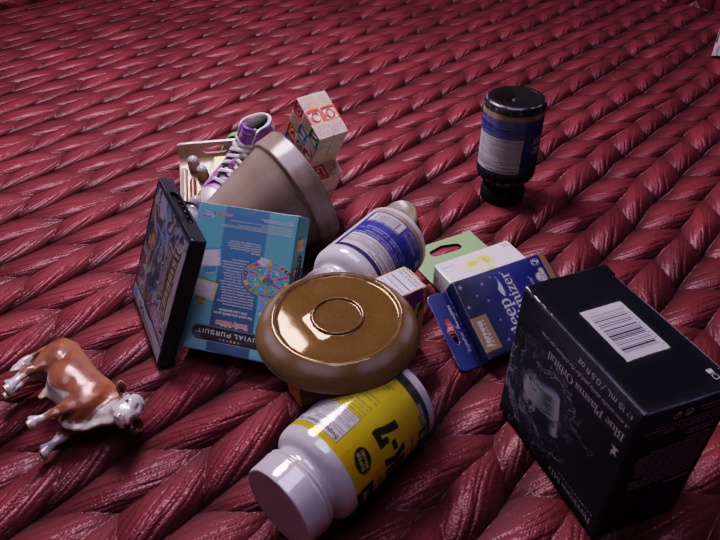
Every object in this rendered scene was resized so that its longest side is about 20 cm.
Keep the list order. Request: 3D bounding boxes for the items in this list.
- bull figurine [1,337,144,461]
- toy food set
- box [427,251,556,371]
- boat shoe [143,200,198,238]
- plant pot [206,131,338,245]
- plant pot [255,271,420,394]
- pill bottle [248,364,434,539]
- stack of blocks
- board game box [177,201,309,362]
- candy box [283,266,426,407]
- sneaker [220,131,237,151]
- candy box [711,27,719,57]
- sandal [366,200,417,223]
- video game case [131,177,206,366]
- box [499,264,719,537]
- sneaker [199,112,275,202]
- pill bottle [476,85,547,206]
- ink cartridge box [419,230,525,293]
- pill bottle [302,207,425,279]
[{"bbox_3d":[-0.359,0.158,0.776,0.121,0.066,0.199,-28,45,-36],"label":"bull figurine"},{"bbox_3d":[-0.267,-0.163,1.158,0.142,0.061,0.202,-7,59,-7],"label":"toy food set"},{"bbox_3d":[0.206,0.057,0.891,0.198,0.032,0.122,-18,70,-20],"label":"box"},{"bbox_3d":[-0.295,-0.083,1.012,0.070,0.199,0.067,32,65,-21],"label":"boat shoe"},{"bbox_3d":[-0.162,-0.098,1.027,0.173,0.201,0.200,-35,47,-16],"label":"plant pot"},{"bbox_3d":[-0.027,0.061,0.742,0.197,0.028,0.201,0,38,0],"label":"plant pot"},{"bbox_3d":[-0.018,0.194,0.688,0.114,0.115,0.199,28,46,32],"label":"pill bottle"},{"bbox_3d":[-0.085,-0.205,1.111,0.058,0.200,0.116,-23,75,-27],"label":"stack of blocks"},{"bbox_3d":[-0.161,0.016,0.862,0.149,0.202,0.047,9,1,13],"label":"board game box"},{"bbox_3d":[-0.008,0.085,0.827,0.198,0.118,0.056,-21,42,-25],"label":"candy box"},{"bbox_3d":[-0.206,-0.214,1.267,0.199,0.077,0.084,23,66,27],"label":"sneaker"},{"bbox_3d":[1.131,-0.683,1.769,0.198,0.169,0.072,20,40,25],"label":"candy box"},{"bbox_3d":[0.032,-0.077,1.088,0.080,0.054,0.199,28,46,32],"label":"sandal"},{"bbox_3d":[-0.275,-0.001,0.879,0.025,0.202,0.181,4,30,-34],"label":"video game case"},{"bbox_3d":[0.263,0.139,0.686,0.116,0.202,0.197,-13,39,-17],"label":"box"},{"bbox_3d":[-0.218,-0.196,1.088,0.072,0.115,0.201,27,64,8],"label":"sneaker"},{"bbox_3d":[0.275,-0.228,1.161,0.110,0.202,0.112,0,38,0],"label":"pill bottle"},{"bbox_3d":[0.177,-0.011,1.008,0.144,0.048,0.200,-17,43,-20],"label":"ink cartridge box"},{"bbox_3d":[0.000,0.000,0.935,0.119,0.121,0.200,23,44,28],"label":"pill bottle"}]
